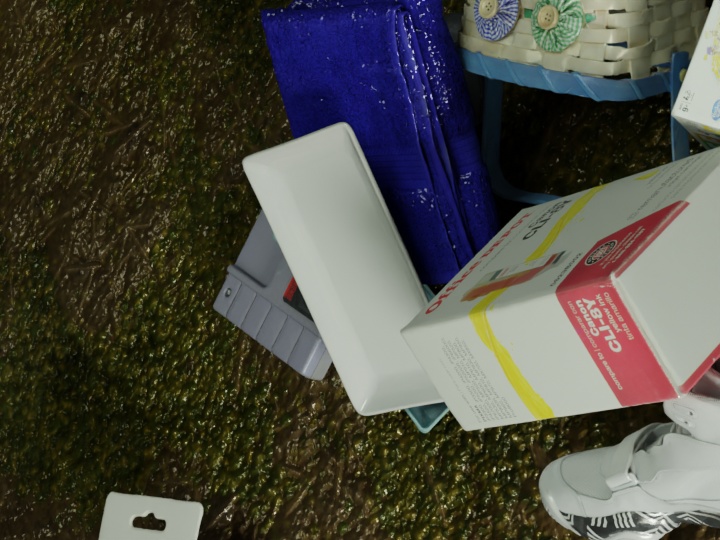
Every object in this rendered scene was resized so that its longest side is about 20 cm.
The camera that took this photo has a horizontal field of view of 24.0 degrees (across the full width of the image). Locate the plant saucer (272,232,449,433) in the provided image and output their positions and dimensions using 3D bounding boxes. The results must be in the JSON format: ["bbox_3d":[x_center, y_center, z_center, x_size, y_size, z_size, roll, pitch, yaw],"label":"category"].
[{"bbox_3d":[0.015,0.020,1.210,0.070,0.019,0.200,-46,63,15],"label":"plant saucer"}]

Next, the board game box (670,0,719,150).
[{"bbox_3d":[0.252,-0.165,1.009,0.034,0.134,0.202,21,89,27],"label":"board game box"}]

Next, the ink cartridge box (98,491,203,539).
[{"bbox_3d":[-0.150,0.274,1.263,0.115,0.068,0.202,0,75,42],"label":"ink cartridge box"}]

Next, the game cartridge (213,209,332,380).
[{"bbox_3d":[-0.028,-0.032,1.287,0.129,0.038,0.202,33,98,48],"label":"game cartridge"}]

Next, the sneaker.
[{"bbox_3d":[0.185,0.098,0.986,0.198,0.075,0.116,-1,119,38],"label":"sneaker"}]

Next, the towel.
[{"bbox_3d":[0.011,-0.086,1.132,0.146,0.049,0.202,-3,111,37],"label":"towel"}]

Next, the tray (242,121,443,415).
[{"bbox_3d":[0.000,0.000,1.146,0.107,0.022,0.202,-15,104,42],"label":"tray"}]

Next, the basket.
[{"bbox_3d":[0.143,-0.133,1.108,0.175,0.138,0.202,15,119,45],"label":"basket"}]

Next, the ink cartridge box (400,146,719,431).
[{"bbox_3d":[0.139,0.014,1.005,0.145,0.084,0.199,-42,14,-33],"label":"ink cartridge box"}]

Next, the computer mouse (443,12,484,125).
[{"bbox_3d":[0.065,-0.094,1.209,0.058,0.034,0.202,-1,72,7],"label":"computer mouse"}]
